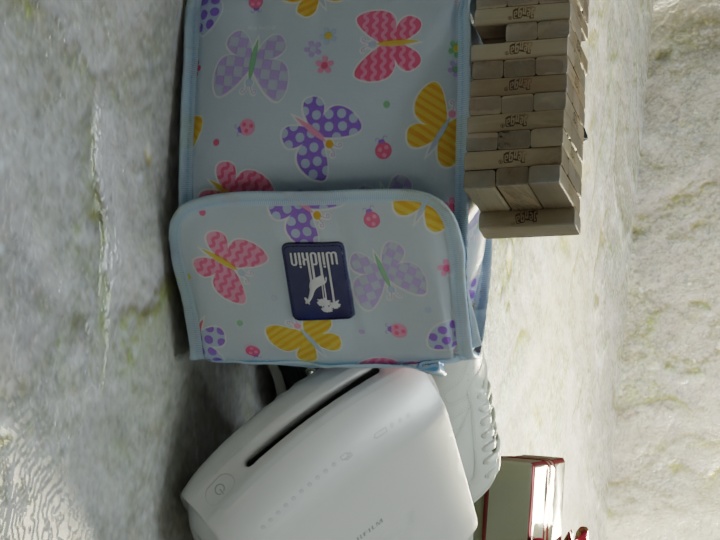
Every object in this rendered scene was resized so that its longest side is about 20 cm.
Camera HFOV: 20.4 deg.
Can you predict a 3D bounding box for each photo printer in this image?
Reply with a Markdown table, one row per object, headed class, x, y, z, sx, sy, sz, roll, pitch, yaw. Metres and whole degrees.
| class | x | y | z | sx | sy | sz | roll | pitch | yaw |
| --- | --- | --- | --- | --- | --- | --- | --- | --- | --- |
| photo printer | -0.016 | 0.135 | 1.170 | 0.166 | 0.069 | 0.200 | -36 | 147 | -13 |

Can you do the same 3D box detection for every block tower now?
| class | x | y | z | sx | sy | sz | roll | pitch | yaw |
| --- | --- | --- | --- | --- | --- | --- | --- | --- | --- |
| block tower | 0.090 | -0.121 | 1.058 | 0.058 | 0.054 | 0.202 | 45 | 46 | -65 |

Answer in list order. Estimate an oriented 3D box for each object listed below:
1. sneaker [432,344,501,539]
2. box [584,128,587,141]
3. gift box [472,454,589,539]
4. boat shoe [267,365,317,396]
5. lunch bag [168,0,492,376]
| class | x | y | z | sx | sy | sz | roll | pitch | yaw |
| --- | --- | --- | --- | --- | --- | --- | --- | --- | --- |
| sneaker | 0.058 | 0.095 | 1.295 | 0.077 | 0.080 | 0.201 | -71 | 176 | -55 |
| box | 0.059 | -0.097 | 1.273 | 0.200 | 0.036 | 0.144 | -42 | -121 | 50 |
| gift box | 0.067 | 0.226 | 1.440 | 0.184 | 0.185 | 0.202 | -4 | 96 | -76 |
| boat shoe | -0.028 | 0.050 | 1.277 | 0.076 | 0.060 | 0.201 | -74 | 161 | -44 |
| lunch bag | -0.011 | -0.046 | 1.098 | 0.127 | 0.168 | 0.202 | 23 | 70 | -75 |
